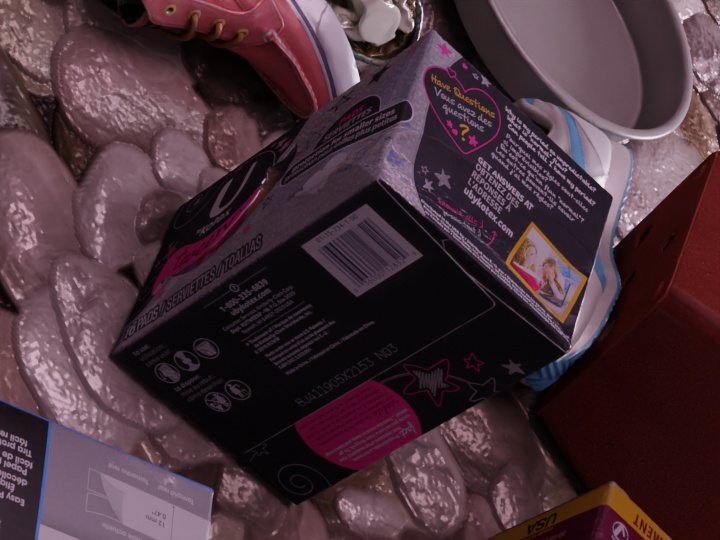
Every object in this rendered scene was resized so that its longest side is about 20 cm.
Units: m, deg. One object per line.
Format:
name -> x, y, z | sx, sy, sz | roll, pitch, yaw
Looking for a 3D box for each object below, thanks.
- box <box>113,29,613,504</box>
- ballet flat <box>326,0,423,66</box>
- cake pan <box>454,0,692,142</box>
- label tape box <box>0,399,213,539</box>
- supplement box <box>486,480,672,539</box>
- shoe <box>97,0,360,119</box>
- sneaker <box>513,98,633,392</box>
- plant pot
box -> 0.000, 0.000, 1.179 | 0.132, 0.199, 0.115 | 41, 42, -19
ballet flat -> -0.008, -0.178, 1.316 | 0.200, 0.074, 0.075 | 56, 27, -56
cake pan -> 0.127, -0.162, 1.522 | 0.199, 0.037, 0.202 | 28, 46, -33
label tape box -> -0.141, 0.166, 1.040 | 0.143, 0.066, 0.201 | 27, 48, -32
supplement box -> 0.110, 0.229, 1.226 | 0.131, 0.103, 0.201 | 43, 43, -20
shoe -> -0.083, -0.143, 1.291 | 0.091, 0.071, 0.201 | -43, 115, -24
sneaker -> 0.101, -0.014, 1.395 | 0.080, 0.076, 0.201 | 31, 40, -19
plant pot -> 0.217, 0.056, 1.386 | 0.176, 0.200, 0.200 | 35, 44, -7
